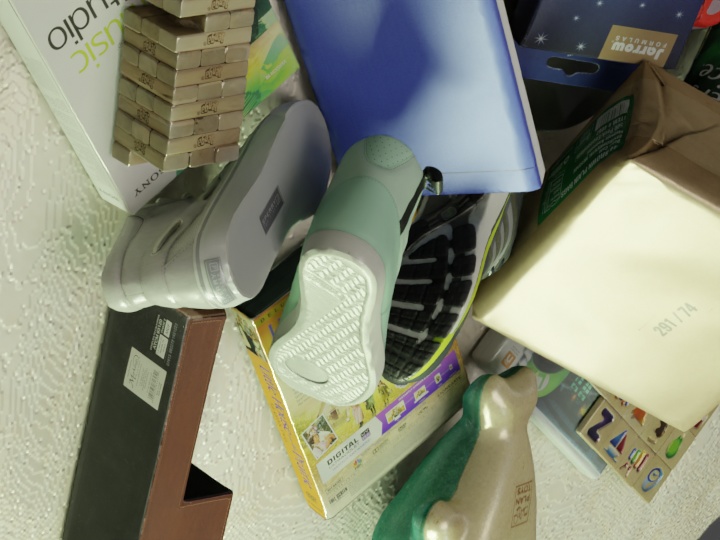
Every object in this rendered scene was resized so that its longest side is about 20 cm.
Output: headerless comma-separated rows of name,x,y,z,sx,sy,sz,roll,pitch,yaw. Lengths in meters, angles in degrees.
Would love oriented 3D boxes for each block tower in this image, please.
block tower,-0.095,-0.151,1.263,0.054,0.058,0.201,-12,121,-38

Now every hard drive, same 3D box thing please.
hard drive,0.031,-0.129,1.401,0.025,0.132,0.200,-72,153,-44

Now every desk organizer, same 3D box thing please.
desk organizer,-0.121,0.103,1.420,0.077,0.072,0.201,-6,117,-45

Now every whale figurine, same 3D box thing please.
whale figurine,0.068,0.161,1.616,0.159,0.104,0.201,-11,114,-60

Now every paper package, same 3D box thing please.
paper package,0.206,-0.011,1.536,0.190,0.104,0.200,27,136,-14

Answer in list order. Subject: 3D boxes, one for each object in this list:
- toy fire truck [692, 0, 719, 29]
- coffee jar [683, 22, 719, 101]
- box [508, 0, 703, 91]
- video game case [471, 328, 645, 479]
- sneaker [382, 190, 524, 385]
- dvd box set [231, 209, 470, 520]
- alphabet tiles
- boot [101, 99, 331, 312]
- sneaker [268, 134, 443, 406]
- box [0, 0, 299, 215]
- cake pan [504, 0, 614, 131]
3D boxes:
toy fire truck,0.262,-0.254,1.570,0.141,0.049,0.201,22,87,-57
coffee jar,0.272,-0.115,1.634,0.200,0.104,0.085,-59,166,-12
box,0.171,-0.199,1.453,0.121,0.032,0.200,5,123,-26
video game case,0.186,0.043,1.719,0.182,0.023,0.200,-53,138,-8
sneaker,0.066,-0.010,1.491,0.200,0.074,0.081,-64,149,-18
dvd box set,-0.002,0.056,1.538,0.146,0.029,0.200,-39,135,-22
alphabet tiles,0.230,0.073,1.756,0.167,0.008,0.200,-53,137,-7
boot,-0.089,-0.041,1.371,0.200,0.095,0.074,-57,135,-56
sneaker,0.000,0.000,1.417,0.201,0.074,0.118,106,7,-57
box,-0.126,-0.148,1.301,0.144,0.036,0.200,-43,137,-17
cake pan,0.136,-0.182,1.534,0.200,0.037,0.201,-22,126,-34
